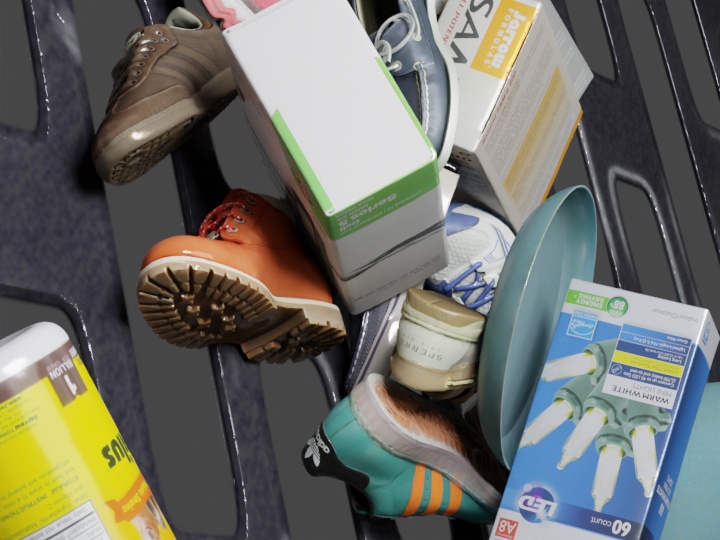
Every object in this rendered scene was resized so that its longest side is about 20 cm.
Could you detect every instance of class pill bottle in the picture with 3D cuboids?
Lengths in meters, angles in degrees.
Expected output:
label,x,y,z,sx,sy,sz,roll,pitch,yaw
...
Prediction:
label,x,y,z,sx,sy,sz,roll,pitch,yaw
pill bottle,-0.160,0.137,1.110,0.201,0.109,0.109,63,31,-6

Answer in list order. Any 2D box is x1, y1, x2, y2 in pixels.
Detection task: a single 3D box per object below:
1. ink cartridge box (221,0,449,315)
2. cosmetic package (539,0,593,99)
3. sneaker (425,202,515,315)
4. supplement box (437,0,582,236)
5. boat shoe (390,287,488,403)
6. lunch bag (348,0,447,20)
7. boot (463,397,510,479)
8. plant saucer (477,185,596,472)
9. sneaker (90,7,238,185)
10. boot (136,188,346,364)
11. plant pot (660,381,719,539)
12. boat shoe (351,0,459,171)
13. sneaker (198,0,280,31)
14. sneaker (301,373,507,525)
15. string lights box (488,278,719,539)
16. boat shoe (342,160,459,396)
label,x,y,z,sx,sy,sz,roll,pitch,yaw
ink cartridge box,-0.013,-0.076,1.396,0.146,0.084,0.200,60,-6,20
cosmetic package,0.108,-0.213,1.799,0.201,0.090,0.107,57,32,-10
sneaker,0.109,0.027,1.622,0.200,0.075,0.088,41,19,-34
supplement box,0.100,-0.117,1.615,0.127,0.073,0.200,-65,158,-13
boat shoe,0.059,0.055,1.452,0.067,0.074,0.200,-66,161,1
lunch bag,0.017,-0.265,1.635,0.167,0.139,0.201,-27,92,-60
boot,0.114,0.177,1.555,0.202,0.064,0.186,71,18,3
plant saucer,0.119,0.038,1.451,0.200,0.027,0.202,13,90,-71
sneaker,-0.138,-0.116,1.381,0.076,0.070,0.200,46,27,0
boot,-0.088,-0.007,1.368,0.200,0.075,0.108,21,49,-61
plant pot,0.238,0.170,1.526,0.200,0.187,0.201,52,24,-34
boat shoe,0.025,-0.160,1.491,0.061,0.075,0.202,9,65,-33
sneaker,-0.043,-0.182,1.504,0.200,0.087,0.074,40,15,-50
sneaker,0.034,0.136,1.452,0.200,0.080,0.072,35,24,-46
string lights box,0.166,0.117,1.439,0.059,0.102,0.202,52,54,-62
boat shoe,0.000,0.000,1.511,0.092,0.075,0.201,19,63,0
